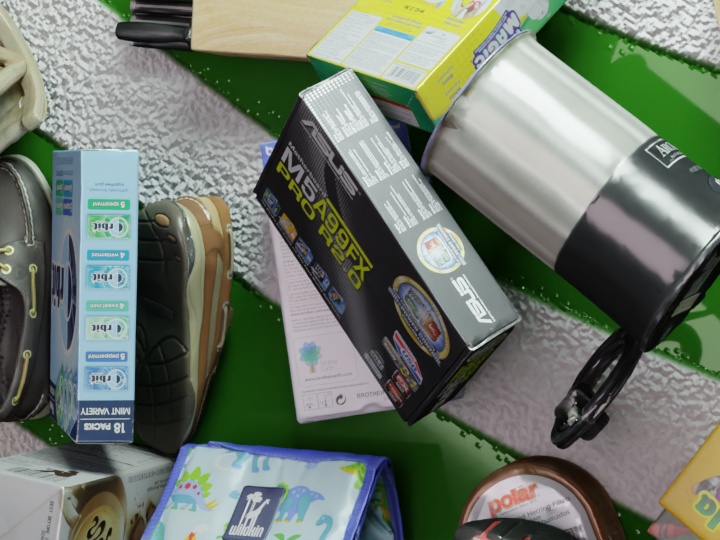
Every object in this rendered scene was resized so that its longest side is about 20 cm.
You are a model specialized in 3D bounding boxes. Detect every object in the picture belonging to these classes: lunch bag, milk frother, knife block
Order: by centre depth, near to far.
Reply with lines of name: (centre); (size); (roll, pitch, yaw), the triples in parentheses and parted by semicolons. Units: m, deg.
milk frother: (0.125, -0.014, 1.441); (0.188, 0.180, 0.200); (39, 93, 14)
lunch bag: (-0.061, 0.224, 1.571); (0.169, 0.127, 0.201); (2, 82, 28)
knife block: (-0.079, -0.175, 1.595); (0.175, 0.064, 0.200); (-42, 76, 19)

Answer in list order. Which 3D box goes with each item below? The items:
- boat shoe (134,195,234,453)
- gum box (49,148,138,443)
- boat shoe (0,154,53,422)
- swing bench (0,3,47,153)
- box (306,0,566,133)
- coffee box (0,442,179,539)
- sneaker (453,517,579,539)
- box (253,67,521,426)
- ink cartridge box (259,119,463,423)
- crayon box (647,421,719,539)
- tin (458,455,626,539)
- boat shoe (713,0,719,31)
boat shoe: (-0.122, 0.037, 1.611); (0.075, 0.074, 0.201); (29, 125, 32)
gum box: (-0.192, 0.014, 1.597); (0.044, 0.170, 0.201); (0, 93, -14)
boat shoe: (-0.264, 0.013, 1.681); (0.071, 0.061, 0.203); (-5, 90, 24)
swing bench: (-0.352, -0.097, 1.646); (0.199, 0.200, 0.130); (-37, 83, 21)
box: (0.070, -0.183, 1.479); (0.117, 0.048, 0.200); (24, 66, 46)
coffee box: (-0.204, 0.188, 1.585); (0.079, 0.200, 0.114); (10, 95, 19)
sneaker: (0.141, 0.231, 1.467); (0.199, 0.074, 0.087); (25, 102, 20)
box: (0.013, -0.012, 1.474); (0.044, 0.160, 0.201); (-30, 79, -22)
ink cartridge box: (0.000, 0.000, 1.578); (0.119, 0.042, 0.201); (-9, 91, 22)
crayon box: (0.286, 0.137, 1.452); (0.127, 0.051, 0.200); (39, 106, 17)
tin: (0.137, 0.225, 1.527); (0.111, 0.042, 0.201); (-24, 82, 18)
boat shoe: (0.280, -0.110, 1.436); (0.070, 0.070, 0.201); (-14, 86, 27)
